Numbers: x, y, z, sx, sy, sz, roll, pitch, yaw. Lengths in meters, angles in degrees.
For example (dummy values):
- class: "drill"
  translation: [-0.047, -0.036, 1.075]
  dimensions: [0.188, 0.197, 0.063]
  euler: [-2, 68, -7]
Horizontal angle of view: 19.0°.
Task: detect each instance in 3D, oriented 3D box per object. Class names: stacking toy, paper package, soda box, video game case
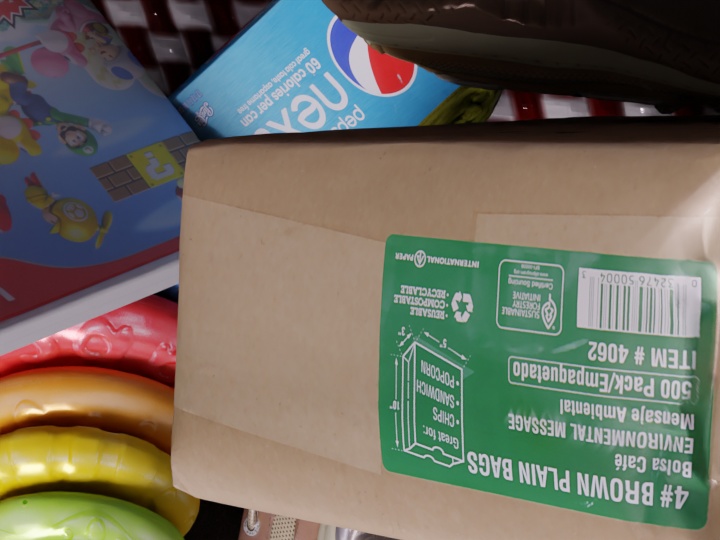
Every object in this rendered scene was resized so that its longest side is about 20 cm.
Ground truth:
- class: "stacking toy"
  translation: [-0.098, 0.094, 0.734]
  dimensions: [0.109, 0.201, 0.116]
  euler: [10, 147, -13]
- class: "paper package"
  translation: [0.077, 0.012, 0.569]
  dimensions: [0.199, 0.190, 0.104]
  euler: [5, 98, 46]
- class: "soda box"
  translation: [-0.001, -0.074, 0.746]
  dimensions: [0.068, 0.064, 0.200]
  euler: [46, 139, -7]
- class: "video game case"
  translation: [-0.142, -0.063, 0.730]
  dimensions: [0.200, 0.143, 0.017]
  euler: [52, 138, 18]

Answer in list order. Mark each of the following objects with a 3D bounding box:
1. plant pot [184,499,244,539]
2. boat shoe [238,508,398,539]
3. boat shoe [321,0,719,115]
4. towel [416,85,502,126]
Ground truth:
- class: "plant pot"
  translation: [-0.055, 0.171, 0.915]
  dimensions: [0.197, 0.201, 0.201]
  euler: [19, 135, 13]
- class: "boat shoe"
  translation: [-0.020, 0.129, 0.786]
  dimensions: [0.072, 0.075, 0.201]
  euler: [31, 114, 33]
- class: "boat shoe"
  translation: [0.086, -0.074, 0.602]
  dimensions: [0.199, 0.072, 0.076]
  euler: [13, 161, 34]
- class: "towel"
  translation: [0.000, 0.000, 0.743]
  dimensions: [0.018, 0.086, 0.200]
  euler: [45, 162, 7]
